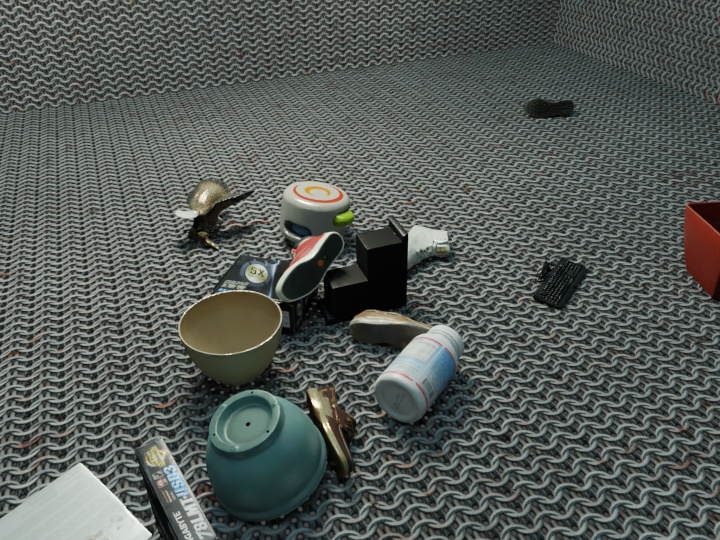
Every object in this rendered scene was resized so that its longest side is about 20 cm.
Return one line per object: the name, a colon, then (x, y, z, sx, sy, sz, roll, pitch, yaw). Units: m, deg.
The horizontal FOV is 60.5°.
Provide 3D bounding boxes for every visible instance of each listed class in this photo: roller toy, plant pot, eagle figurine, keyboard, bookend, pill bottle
roller toy: (-0.126, -0.149, 1.676, 0.182, 0.140, 0.200, 0, 30, -19)
plant pot: (0.896, -0.042, 1.470, 0.200, 0.177, 0.200, -4, 34, -3)
eagle figurine: (-0.409, -0.173, 1.711, 0.152, 0.200, 0.151, 30, -10, -10)
keyboard: (0.481, 0.016, 1.513, 0.104, 0.040, 0.200, 20, 38, 27)
plant pot: (-0.251, 0.152, 1.238, 0.200, 0.135, 0.200, -1, 34, 1)
bookend: (0.000, 0.000, 1.401, 0.200, 0.199, 0.092, -13, 36, -16)
plant pot: (-0.168, 0.281, 1.008, 0.200, 0.134, 0.200, -10, 39, 8)
pill bottle: (0.121, 0.193, 1.195, 0.109, 0.109, 0.200, 20, 39, 28)

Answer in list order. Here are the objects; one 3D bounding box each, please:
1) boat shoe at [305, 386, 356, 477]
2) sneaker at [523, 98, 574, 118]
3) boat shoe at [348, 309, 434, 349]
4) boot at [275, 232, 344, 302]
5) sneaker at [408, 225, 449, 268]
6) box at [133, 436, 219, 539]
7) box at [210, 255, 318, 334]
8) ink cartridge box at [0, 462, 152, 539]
boat shoe: (-0.040, 0.279, 1.108, 0.072, 0.072, 0.200, -11, 31, -16)
sneaker: (0.748, -0.656, 2.488, 0.199, 0.076, 0.088, 1, 19, -4)
boat shoe: (0.077, 0.121, 1.336, 0.200, 0.076, 0.072, 10, 33, 12)
boot: (-0.140, -0.007, 1.392, 0.144, 0.072, 0.200, -1, 42, 52)
sneaker: (0.171, -0.057, 1.595, 0.115, 0.074, 0.200, 9, 34, 19)
box: (-0.244, 0.369, 0.861, 0.050, 0.199, 0.200, -24, 42, -28)
box: (-0.217, 0.052, 1.427, 0.200, 0.086, 0.164, 9, 35, 14)
ink cartridge box: (-0.442, 0.411, 0.947, 0.200, 0.047, 0.160, 28, 43, 28)
